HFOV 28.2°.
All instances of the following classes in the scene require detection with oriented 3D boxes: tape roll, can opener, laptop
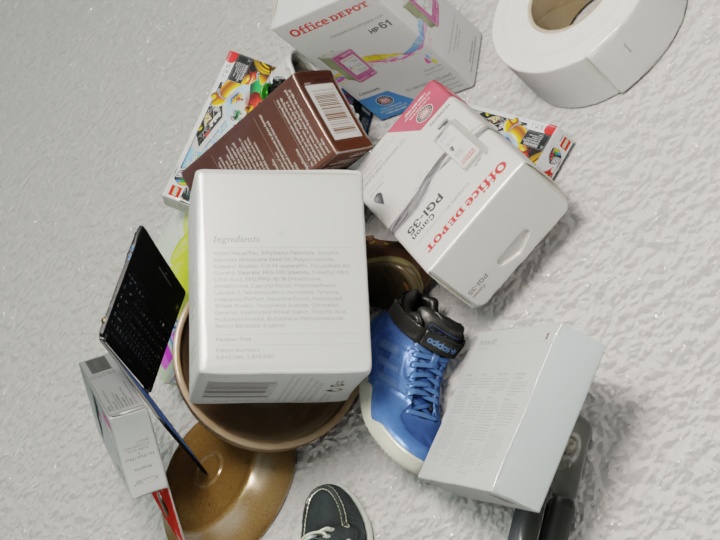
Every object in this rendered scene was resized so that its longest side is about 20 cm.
[{"bbox_3d":[0.237,-0.271,1.492,0.202,0.071,0.203,-27,45,30],"label":"tape roll"},{"bbox_3d":[0.153,0.213,1.244,0.067,0.053,0.201,132,157,-66],"label":"can opener"},{"bbox_3d":[-0.199,0.086,1.513,0.103,0.177,0.201,12,68,14],"label":"laptop"}]

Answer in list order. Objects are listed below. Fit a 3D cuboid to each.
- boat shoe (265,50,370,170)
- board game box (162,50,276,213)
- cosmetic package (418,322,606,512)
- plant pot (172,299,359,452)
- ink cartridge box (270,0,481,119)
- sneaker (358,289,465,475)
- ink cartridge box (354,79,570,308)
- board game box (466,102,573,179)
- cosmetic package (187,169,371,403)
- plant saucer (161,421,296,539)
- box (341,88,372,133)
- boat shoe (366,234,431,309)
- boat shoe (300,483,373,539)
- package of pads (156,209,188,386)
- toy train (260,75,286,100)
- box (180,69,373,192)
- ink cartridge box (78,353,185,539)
[{"bbox_3d":[-0.034,-0.163,1.620,0.200,0.073,0.065,48,135,11],"label":"boat shoe"},{"bbox_3d":[-0.134,-0.147,1.685,0.126,0.035,0.201,21,74,7],"label":"board game box"},{"bbox_3d":[0.128,0.126,1.251,0.151,0.052,0.200,-68,12,-10],"label":"cosmetic package"},{"bbox_3d":[-0.100,0.097,1.514,0.093,0.200,0.202,117,173,-71],"label":"plant pot"},{"bbox_3d":[0.018,-0.271,1.615,0.144,0.200,0.085,-16,51,39],"label":"ink cartridge box"},{"bbox_3d":[0.057,0.098,1.395,0.111,0.077,0.200,-49,31,23],"label":"sneaker"},{"bbox_3d":[0.094,-0.080,1.431,0.147,0.083,0.200,-49,39,7],"label":"ink cartridge box"},{"bbox_3d":[0.121,-0.110,1.520,0.200,0.035,0.127,23,81,52],"label":"board game box"},{"bbox_3d":[-0.085,0.019,1.404,0.165,0.164,0.201,125,145,-73],"label":"cosmetic package"},{"bbox_3d":[-0.155,0.223,1.560,0.200,0.035,0.201,-27,46,31],"label":"plant saucer"},{"bbox_3d":[-0.062,-0.118,1.717,0.136,0.038,0.201,-12,54,41],"label":"box"},{"bbox_3d":[0.000,0.000,1.546,0.199,0.072,0.068,2,34,42],"label":"boat shoe"},{"bbox_3d":[-0.028,0.280,1.362,0.076,0.060,0.200,-38,41,20],"label":"boat shoe"},{"bbox_3d":[-0.197,0.020,1.704,0.155,0.068,0.200,-57,35,25],"label":"package of pads"},{"bbox_3d":[-0.087,-0.118,1.601,0.042,0.056,0.201,13,107,32],"label":"toy train"},{"bbox_3d":[-0.091,-0.116,1.524,0.200,0.075,0.100,-35,79,34],"label":"box"},{"bbox_3d":[-0.239,0.196,1.500,0.043,0.174,0.200,-17,17,-16],"label":"ink cartridge box"}]
